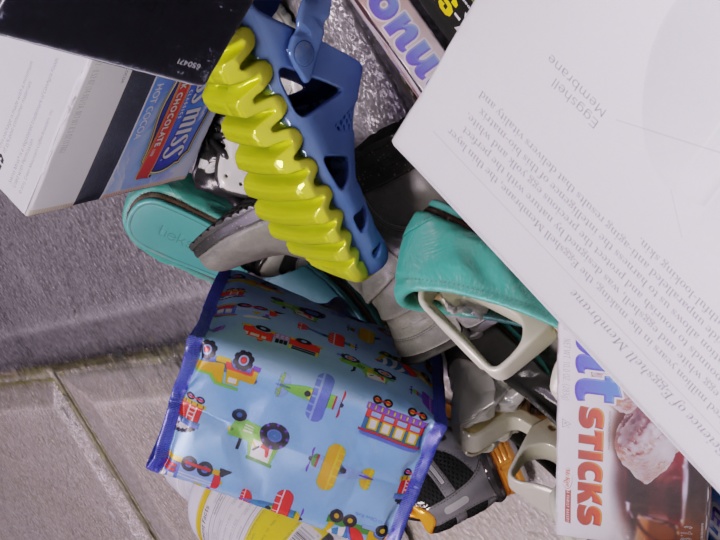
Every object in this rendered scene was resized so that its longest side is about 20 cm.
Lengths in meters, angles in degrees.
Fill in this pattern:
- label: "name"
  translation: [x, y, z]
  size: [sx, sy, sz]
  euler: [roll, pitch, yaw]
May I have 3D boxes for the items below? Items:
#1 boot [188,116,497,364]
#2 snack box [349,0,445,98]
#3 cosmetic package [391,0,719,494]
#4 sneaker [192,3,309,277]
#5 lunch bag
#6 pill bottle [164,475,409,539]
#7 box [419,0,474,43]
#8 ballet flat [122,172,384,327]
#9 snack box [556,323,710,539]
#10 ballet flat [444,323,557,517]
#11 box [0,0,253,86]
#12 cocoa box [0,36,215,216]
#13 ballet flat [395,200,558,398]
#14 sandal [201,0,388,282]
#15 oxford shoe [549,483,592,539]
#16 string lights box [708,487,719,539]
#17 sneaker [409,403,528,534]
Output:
- label: "boot"
  translation: [0.000, 0.000, 1.064]
  size: [0.199, 0.068, 0.131]
  euler: [-22, 100, 36]
- label: "snack box"
  translation: [0.023, -0.118, 0.949]
  size: [0.201, 0.024, 0.072]
  euler: [54, -177, -10]
- label: "cosmetic package"
  translation: [0.148, -0.059, 0.656]
  size: [0.200, 0.123, 0.200]
  euler: [48, 134, 16]
- label: "sneaker"
  translation: [-0.069, -0.087, 1.139]
  size: [0.075, 0.087, 0.201]
  euler: [12, 130, 60]
- label: "lunch bag"
  translation: [-0.027, 0.059, 1.117]
  size: [0.150, 0.200, 0.095]
  euler: [20, 114, -2]
- label: "pill bottle"
  translation: [-0.062, 0.189, 1.444]
  size: [0.200, 0.112, 0.113]
  euler: [37, 150, 37]
- label: "box"
  translation: [0.077, -0.147, 0.835]
  size: [0.200, 0.049, 0.160]
  euler: [54, 159, 5]
- label: "ballet flat"
  translation: [-0.062, -0.008, 1.241]
  size: [0.199, 0.071, 0.067]
  euler: [31, 120, -8]
- label: "snack box"
  translation: [0.126, 0.039, 0.851]
  size: [0.071, 0.024, 0.201]
  euler: [6, 122, 14]
- label: "ballet flat"
  translation: [0.097, 0.088, 1.068]
  size: [0.200, 0.068, 0.068]
  euler: [39, 151, 35]
- label: "box"
  translation: [-0.103, -0.227, 0.827]
  size: [0.201, 0.123, 0.199]
  euler: [-55, 47, 24]
- label: "cocoa box"
  translation: [-0.148, -0.155, 1.063]
  size: [0.133, 0.131, 0.201]
  euler: [45, 127, 24]
- label: "ballet flat"
  translation: [0.099, 0.029, 0.937]
  size: [0.199, 0.071, 0.067]
  euler: [23, 177, 33]
- label: "sandal"
  translation: [-0.028, -0.082, 0.967]
  size: [0.079, 0.087, 0.201]
  euler: [19, 141, 50]
- label: "oxford shoe"
  translation: [0.167, 0.165, 0.911]
  size: [0.075, 0.058, 0.200]
  euler: [19, -158, -49]
- label: "string lights box"
  translation: [0.233, 0.155, 0.908]
  size: [0.200, 0.059, 0.103]
  euler: [39, 151, 33]
- label: "sneaker"
  translation: [0.026, 0.122, 1.238]
  size: [0.200, 0.077, 0.079]
  euler: [6, 128, 62]
